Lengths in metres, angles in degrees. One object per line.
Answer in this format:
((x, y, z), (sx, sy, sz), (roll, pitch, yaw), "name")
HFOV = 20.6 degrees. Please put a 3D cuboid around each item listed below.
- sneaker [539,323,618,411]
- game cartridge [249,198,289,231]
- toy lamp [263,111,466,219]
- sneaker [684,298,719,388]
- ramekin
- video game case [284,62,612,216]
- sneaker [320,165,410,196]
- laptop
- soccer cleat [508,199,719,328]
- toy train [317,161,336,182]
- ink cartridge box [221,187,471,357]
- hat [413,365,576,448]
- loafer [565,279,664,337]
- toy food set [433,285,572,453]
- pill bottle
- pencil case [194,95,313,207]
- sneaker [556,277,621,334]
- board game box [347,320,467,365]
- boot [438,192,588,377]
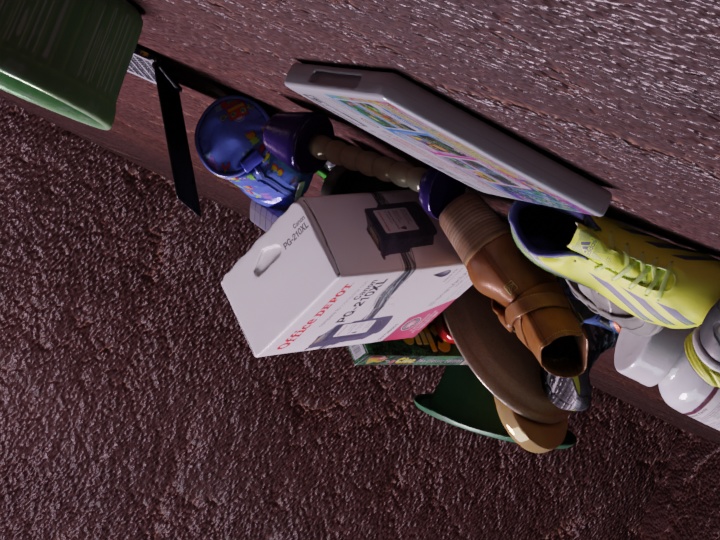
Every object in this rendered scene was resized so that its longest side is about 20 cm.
((0.219, 0.058, 1.923), (0.080, 0.074, 0.201), (9, -138, -3), "sneaker")
((-0.003, -0.048, 2.055), (0.199, 0.039, 0.130), (3, -172, -20), "game cartridge")
((-0.001, -0.094, 1.697), (0.199, 0.059, 0.058), (23, 177, 36), "toy lamp")
((0.345, 0.060, 1.473), (0.199, 0.075, 0.085), (7, 138, -9), "sneaker")
((-0.273, -0.198, 1.599), (0.199, 0.098, 0.200), (24, 177, 1), "ramekin")
((0.062, -0.097, 1.456), (0.199, 0.024, 0.182), (27, 176, -25), "video game case")
((0.051, -0.052, 1.885), (0.114, 0.077, 0.199), (19, 178, 39), "sneaker")
((-0.232, -0.152, 1.931), (0.199, 0.117, 0.187), (24, 177, 4), "laptop")
((0.200, -0.008, 1.537), (0.199, 0.065, 0.084), (23, 174, 32), "soccer cleat")
((-0.021, -0.099, 1.960), (0.056, 0.042, 0.200), (34, 179, 13), "toy train")
((0.000, 0.000, 1.754), (0.199, 0.145, 0.085), (-6, -118, -42), "ink cartridge box")
((0.147, 0.069, 2.030), (0.199, 0.177, 0.165), (18, -173, 31), "hat")
((0.218, 0.013, 1.688), (0.069, 0.070, 0.200), (18, 180, -9), "loafer")
((0.145, 0.071, 1.958), (0.200, 0.049, 0.198), (43, -148, -14), "toy food set")
((0.329, 0.087, 1.728), (0.199, 0.110, 0.110), (25, 177, -9), "pill bottle")
((-0.101, -0.111, 1.947), (0.087, 0.078, 0.200), (48, -177, 13), "pencil case")
((0.212, 0.019, 1.864), (0.199, 0.076, 0.078), (26, 180, -10), "sneaker")
((0.042, 0.042, 1.916), (0.199, 0.023, 0.105), (3, -121, -53), "board game box")
((0.153, 0.020, 1.671), (0.156, 0.077, 0.200), (55, -172, 26), "boot")
